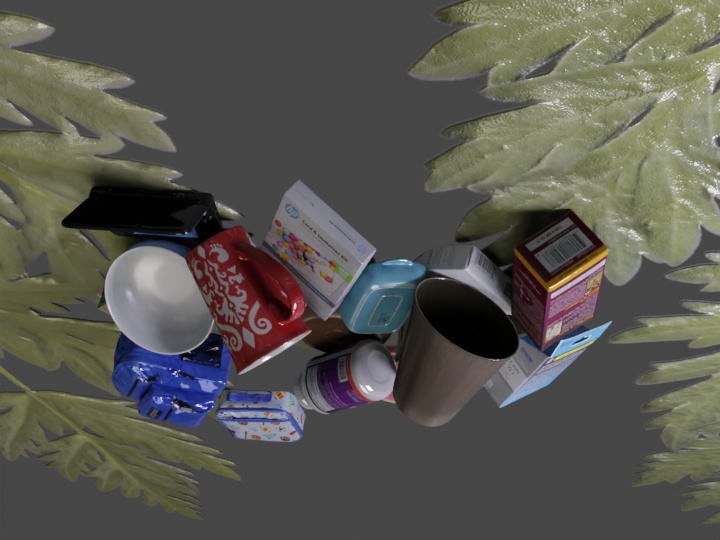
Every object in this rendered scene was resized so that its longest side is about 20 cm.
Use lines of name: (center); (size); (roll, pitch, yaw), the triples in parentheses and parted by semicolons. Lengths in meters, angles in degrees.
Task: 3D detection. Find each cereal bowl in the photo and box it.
cereal bowl: (-0.327, 0.035, 1.498); (0.196, 0.084, 0.203); (4, 116, 9)

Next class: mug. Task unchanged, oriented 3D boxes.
mug: (-0.165, 0.032, 1.384); (0.176, 0.202, 0.133); (-32, 174, 19)

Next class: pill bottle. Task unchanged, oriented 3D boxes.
pill bottle: (-0.034, 0.204, 1.659); (0.112, 0.114, 0.198); (31, 143, -34)

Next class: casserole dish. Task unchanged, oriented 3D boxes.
casserole dish: (0.037, 0.050, 1.416); (0.119, 0.039, 0.201); (0, 148, -17)

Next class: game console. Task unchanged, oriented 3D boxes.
game console: (-0.326, -0.061, 1.354); (0.196, 0.118, 0.177); (5, 149, 7)

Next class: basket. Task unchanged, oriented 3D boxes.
basket: (0.131, 0.140, 1.390); (0.179, 0.136, 0.202); (36, 132, 14)

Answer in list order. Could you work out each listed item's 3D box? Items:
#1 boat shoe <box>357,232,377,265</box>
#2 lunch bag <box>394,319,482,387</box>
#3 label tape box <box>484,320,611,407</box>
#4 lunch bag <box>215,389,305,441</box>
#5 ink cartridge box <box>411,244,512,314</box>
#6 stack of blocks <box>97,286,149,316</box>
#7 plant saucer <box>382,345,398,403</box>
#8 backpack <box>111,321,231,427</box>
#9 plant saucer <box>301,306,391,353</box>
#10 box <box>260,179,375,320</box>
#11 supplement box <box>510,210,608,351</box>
boat shoe: (0.000, 0.000, 1.431); (0.064, 0.074, 0.201); (-11, 149, -7)
lunch bag: (0.171, 0.144, 1.564); (0.196, 0.120, 0.164); (-1, 157, 13)
label tape box: (0.314, 0.139, 1.503); (0.142, 0.066, 0.201); (-16, 150, -39)
lunch bag: (-0.233, 0.330, 2.020); (0.196, 0.077, 0.161); (-2, 145, 15)
ink cartridge box: (0.148, 0.016, 1.454); (0.198, 0.058, 0.162); (6, 157, 48)
stack of blocks: (-0.369, 0.071, 1.639); (0.199, 0.059, 0.114); (32, 142, -34)
plant saucer: (0.084, 0.217, 1.777); (0.197, 0.052, 0.202); (6, 150, 3)
backpack: (-0.348, 0.181, 1.596); (0.197, 0.170, 0.163); (20, 140, -19)
plant saucer: (-0.037, 0.112, 1.650); (0.197, 0.035, 0.201); (5, 149, 3)
box: (-0.073, -0.025, 1.357); (0.156, 0.041, 0.200); (42, 146, 4)
supplement box: (0.293, 0.020, 1.321); (0.109, 0.086, 0.201); (-30, 149, -11)
